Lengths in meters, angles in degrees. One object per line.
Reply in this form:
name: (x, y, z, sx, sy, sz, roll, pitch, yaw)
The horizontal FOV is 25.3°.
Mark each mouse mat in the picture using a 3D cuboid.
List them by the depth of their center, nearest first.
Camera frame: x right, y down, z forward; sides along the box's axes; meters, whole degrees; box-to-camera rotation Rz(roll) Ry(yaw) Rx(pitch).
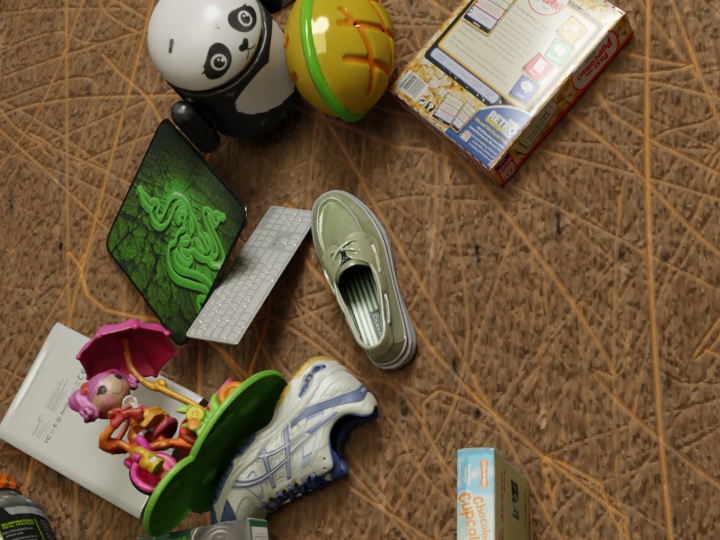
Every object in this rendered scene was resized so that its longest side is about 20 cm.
mouse mat: (-0.189, -0.042, 1.613, 0.200, 0.007, 0.162, 46, 115, 42)

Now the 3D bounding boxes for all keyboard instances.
keyboard: (-0.102, 0.002, 1.563, 0.056, 0.011, 0.201, 3, 41, 26)

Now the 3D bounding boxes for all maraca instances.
maraca: (-0.017, -0.236, 1.590, 0.106, 0.138, 0.202, -12, 45, 24)

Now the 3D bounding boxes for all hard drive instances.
hard drive: (-0.261, 0.150, 1.618, 0.198, 0.027, 0.133, 23, 80, 28)

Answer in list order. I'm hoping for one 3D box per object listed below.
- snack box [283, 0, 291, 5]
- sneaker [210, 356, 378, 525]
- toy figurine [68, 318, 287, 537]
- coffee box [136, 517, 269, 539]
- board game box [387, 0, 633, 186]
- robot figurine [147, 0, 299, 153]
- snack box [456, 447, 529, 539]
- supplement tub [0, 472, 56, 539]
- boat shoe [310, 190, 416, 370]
snack box: (-0.103, -0.380, 1.755, 0.071, 0.024, 0.202, -31, 62, 10)
sneaker: (-0.061, 0.181, 1.500, 0.088, 0.075, 0.201, 33, 90, 20)
toy figurine: (-0.198, 0.130, 1.503, 0.183, 0.151, 0.200, 31, 50, 22)
coffee box: (-0.132, 0.333, 1.449, 0.121, 0.044, 0.203, -12, 76, 19)
board game box: (0.146, -0.206, 1.576, 0.200, 0.046, 0.151, -48, 61, 0)
robot figurine: (-0.129, -0.209, 1.601, 0.123, 0.200, 0.152, -20, 64, 13)
snack box: (0.114, 0.264, 1.373, 0.037, 0.116, 0.203, -6, 68, 19)
supplement tub: (-0.338, 0.303, 1.538, 0.122, 0.123, 0.201, -35, 61, 6)
boat shoe: (0.000, 0.000, 1.548, 0.071, 0.062, 0.202, -30, 62, 9)
